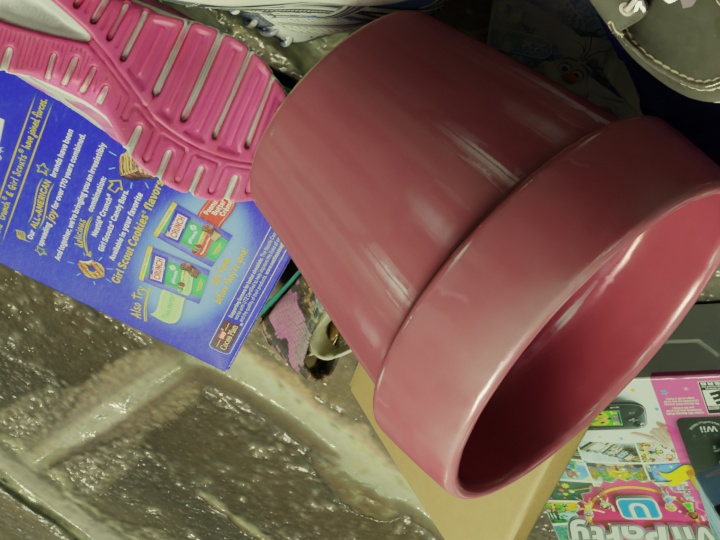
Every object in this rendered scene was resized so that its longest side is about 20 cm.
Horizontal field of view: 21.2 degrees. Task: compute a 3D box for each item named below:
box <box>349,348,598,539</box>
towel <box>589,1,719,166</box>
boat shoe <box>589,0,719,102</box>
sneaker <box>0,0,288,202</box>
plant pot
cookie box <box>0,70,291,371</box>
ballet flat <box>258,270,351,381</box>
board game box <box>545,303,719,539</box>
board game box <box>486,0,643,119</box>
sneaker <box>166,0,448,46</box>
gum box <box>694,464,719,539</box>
[{"bbox_3d":[0.062,0.067,1.101,0.164,0.021,0.200,58,147,29],"label":"box"},{"bbox_3d":[0.198,-0.096,0.904,0.148,0.050,0.200,-4,131,34],"label":"towel"},{"bbox_3d":[0.104,-0.158,0.831,0.067,0.057,0.200,-34,79,32],"label":"boat shoe"},{"bbox_3d":[-0.116,-0.107,0.968,0.200,0.088,0.081,33,97,-10],"label":"sneaker"},{"bbox_3d":[0.052,-0.022,0.922,0.179,0.200,0.200,44,142,21],"label":"plant pot"},{"bbox_3d":[-0.129,-0.055,1.092,0.200,0.075,0.171,26,137,-5],"label":"cookie box"},{"bbox_3d":[0.000,0.000,1.093,0.071,0.069,0.200,48,142,12],"label":"ballet flat"},{"bbox_3d":[0.181,0.114,1.146,0.147,0.064,0.200,-4,132,27],"label":"board game box"},{"bbox_3d":[0.159,-0.092,0.973,0.200,0.026,0.200,14,137,9],"label":"board game box"},{"bbox_3d":[-0.042,-0.142,0.935,0.200,0.077,0.085,2,155,-16],"label":"sneaker"},{"bbox_3d":[0.296,0.162,1.104,0.170,0.045,0.200,-24,127,1],"label":"gum box"}]
